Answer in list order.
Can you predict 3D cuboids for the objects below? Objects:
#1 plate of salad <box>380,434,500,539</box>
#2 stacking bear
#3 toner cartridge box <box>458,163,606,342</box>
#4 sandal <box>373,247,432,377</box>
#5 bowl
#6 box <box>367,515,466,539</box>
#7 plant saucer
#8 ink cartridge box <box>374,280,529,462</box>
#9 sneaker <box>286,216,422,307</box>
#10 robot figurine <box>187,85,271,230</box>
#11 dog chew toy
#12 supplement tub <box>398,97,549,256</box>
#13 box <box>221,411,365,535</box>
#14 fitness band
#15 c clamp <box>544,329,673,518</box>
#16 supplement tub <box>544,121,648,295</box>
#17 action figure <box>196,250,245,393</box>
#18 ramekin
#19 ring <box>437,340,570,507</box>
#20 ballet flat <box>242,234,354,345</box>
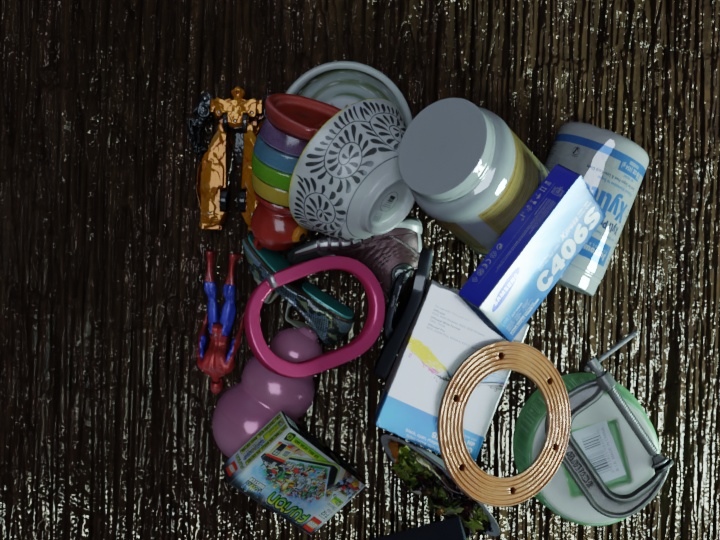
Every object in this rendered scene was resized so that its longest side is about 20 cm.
[{"bbox_3d":[0.098,0.292,1.225,0.199,0.200,0.048,41,71,4],"label":"plate of salad"},{"bbox_3d":[-0.095,-0.120,1.237,0.112,0.121,0.204,27,117,21],"label":"stacking bear"},{"bbox_3d":[0.212,-0.020,1.131,0.201,0.095,0.043,-52,44,-3],"label":"toner cartridge box"},{"bbox_3d":[0.050,0.059,1.259,0.042,0.076,0.203,22,116,1],"label":"sandal"},{"bbox_3d":[0.012,-0.109,1.190,0.201,0.200,0.094,-49,59,2],"label":"bowl"},{"bbox_3d":[0.071,0.438,1.219,0.178,0.202,0.105,-14,45,4],"label":"box"},{"bbox_3d":[-0.024,-0.191,1.298,0.195,0.050,0.205,-1,107,-2],"label":"plant saucer"},{"bbox_3d":[0.120,0.132,1.249,0.142,0.147,0.204,22,91,3],"label":"ink cartridge box"},{"bbox_3d":[0.000,0.000,1.299,0.195,0.076,0.118,-13,91,4],"label":"sneaker"},{"bbox_3d":[-0.177,-0.159,1.321,0.141,0.058,0.205,3,90,4],"label":"robot figurine"},{"bbox_3d":[-0.119,0.170,1.279,0.123,0.125,0.202,31,91,4],"label":"dog chew toy"},{"bbox_3d":[0.147,-0.113,1.155,0.142,0.199,0.148,-14,63,30],"label":"supplement tub"},{"bbox_3d":[-0.086,0.278,1.253,0.110,0.200,0.035,-42,44,2],"label":"box"},{"bbox_3d":[-0.058,0.060,1.233,0.197,0.037,0.147,-18,92,-23],"label":"fitness band"},{"bbox_3d":[0.331,0.208,1.193,0.169,0.027,0.203,-29,86,4],"label":"c clamp"},{"bbox_3d":[0.294,-0.083,1.247,0.129,0.132,0.204,21,91,4],"label":"supplement tub"},{"bbox_3d":[-0.199,0.076,1.325,0.064,0.052,0.205,6,94,10],"label":"action figure"},{"bbox_3d":[0.309,0.245,1.257,0.195,0.098,0.205,0,89,5],"label":"ramekin"},{"bbox_3d":[0.179,0.190,1.156,0.196,0.019,0.206,1,88,-26],"label":"ring"},{"bbox_3d":[-0.101,0.034,1.311,0.199,0.074,0.075,39,92,7],"label":"ballet flat"}]
